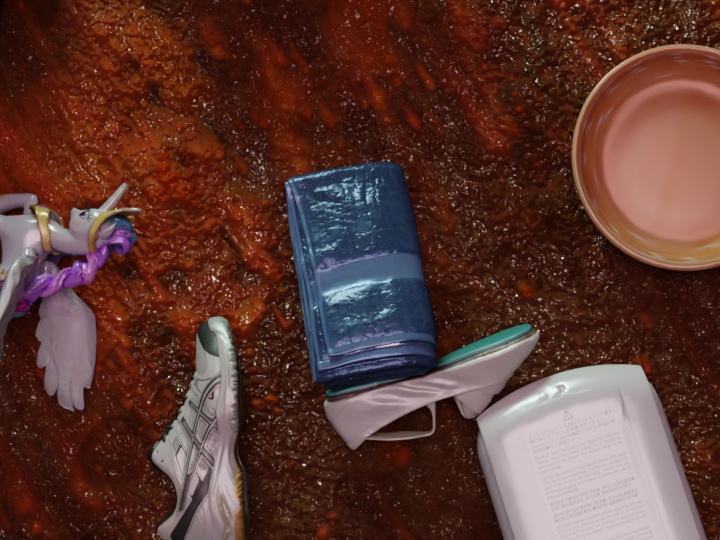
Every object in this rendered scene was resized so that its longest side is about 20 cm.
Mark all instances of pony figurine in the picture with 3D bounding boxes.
[{"bbox_3d":[-0.297,0.007,1.424,0.198,0.167,0.195,8,74,20],"label":"pony figurine"}]

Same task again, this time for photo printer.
[{"bbox_3d":[0.194,0.186,1.393,0.165,0.069,0.202,-18,80,1],"label":"photo printer"}]

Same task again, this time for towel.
[{"bbox_3d":[0.000,0.000,1.415,0.110,0.049,0.202,-10,62,1],"label":"towel"}]

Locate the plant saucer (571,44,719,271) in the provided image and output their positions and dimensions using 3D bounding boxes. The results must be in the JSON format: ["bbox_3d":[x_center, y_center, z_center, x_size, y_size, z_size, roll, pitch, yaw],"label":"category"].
[{"bbox_3d":[0.285,-0.098,1.448,0.198,0.037,0.203,0,82,3],"label":"plant saucer"}]

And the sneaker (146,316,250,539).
[{"bbox_3d":[-0.143,0.140,1.418,0.087,0.076,0.202,-2,81,3],"label":"sneaker"}]

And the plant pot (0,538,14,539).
[{"bbox_3d":[-0.336,0.317,1.311,0.198,0.177,0.202,-3,80,39],"label":"plant pot"}]

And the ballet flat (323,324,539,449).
[{"bbox_3d":[0.067,0.105,1.421,0.198,0.069,0.070,-19,80,7],"label":"ballet flat"}]
